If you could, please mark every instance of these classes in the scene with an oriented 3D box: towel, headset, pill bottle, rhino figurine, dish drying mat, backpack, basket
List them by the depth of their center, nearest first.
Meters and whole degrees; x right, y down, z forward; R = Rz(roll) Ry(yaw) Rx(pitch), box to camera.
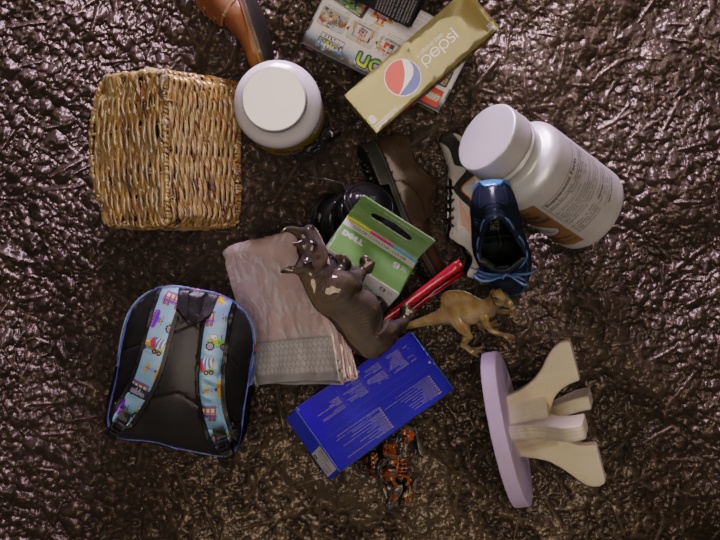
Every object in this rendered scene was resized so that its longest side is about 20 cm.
[{"bbox_3d":[-0.022,0.021,1.177,0.200,0.060,0.087,48,53,-25],"label":"rhino figurine"},{"bbox_3d":[-0.098,-0.196,1.257,0.104,0.200,0.104,0,92,0],"label":"pill bottle"},{"bbox_3d":[0.218,-0.116,1.265,0.200,0.114,0.114,29,93,-34],"label":"pill bottle"},{"bbox_3d":[-0.093,0.050,1.284,0.032,0.200,0.191,-17,95,-38],"label":"towel"},{"bbox_3d":[0.047,0.056,1.301,0.200,0.077,0.018,-37,84,-2],"label":"dish drying mat"},{"bbox_3d":[-0.216,0.118,1.303,0.182,0.135,0.200,10,93,0],"label":"backpack"},{"bbox_3d":[-0.006,-0.080,1.308,0.200,0.123,0.094,55,52,-17],"label":"headset"},{"bbox_3d":[-0.249,-0.149,1.328,0.143,0.149,0.200,0,93,33],"label":"basket"}]

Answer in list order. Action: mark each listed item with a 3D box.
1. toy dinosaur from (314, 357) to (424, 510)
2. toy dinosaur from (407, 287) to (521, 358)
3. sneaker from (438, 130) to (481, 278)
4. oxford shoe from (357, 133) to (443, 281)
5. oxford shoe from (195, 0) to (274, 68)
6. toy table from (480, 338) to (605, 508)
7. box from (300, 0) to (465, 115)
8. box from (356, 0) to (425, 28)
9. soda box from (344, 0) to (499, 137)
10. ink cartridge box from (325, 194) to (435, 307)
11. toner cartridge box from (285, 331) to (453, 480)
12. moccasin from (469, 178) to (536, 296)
[{"bbox_3d":[0.008,0.212,1.346,0.136,0.102,0.200,-15,67,-13],"label":"toy dinosaur"},{"bbox_3d":[0.134,0.060,1.333,0.101,0.200,0.058,43,48,-27],"label":"toy dinosaur"},{"bbox_3d":[0.137,-0.081,1.329,0.080,0.074,0.200,-22,92,3],"label":"sneaker"},{"bbox_3d":[0.072,-0.082,1.330,0.084,0.073,0.200,-24,100,-14],"label":"oxford shoe"},{"bbox_3d":[-0.167,-0.333,1.322,0.071,0.071,0.200,-26,83,11],"label":"oxford shoe"},{"bbox_3d":[0.230,0.190,1.303,0.117,0.184,0.200,-13,105,17],"label":"toy table"},{"bbox_3d":[0.036,-0.294,1.336,0.200,0.035,0.110,27,92,-2],"label":"box"},{"bbox_3d":[0.008,-0.412,1.276,0.200,0.106,0.122,28,63,-1],"label":"box"},{"bbox_3d":[0.075,-0.255,1.286,0.200,0.068,0.064,-41,92,2],"label":"soda box"},{"bbox_3d":[0.000,0.000,1.268,0.104,0.200,0.059,33,58,-4],"label":"ink cartridge box"},{"bbox_3d":[0.014,0.166,1.295,0.200,0.043,0.095,-30,80,-32],"label":"toner cartridge box"},{"bbox_3d":[0.161,-0.023,1.243,0.080,0.200,0.068,-11,51,15],"label":"moccasin"}]
